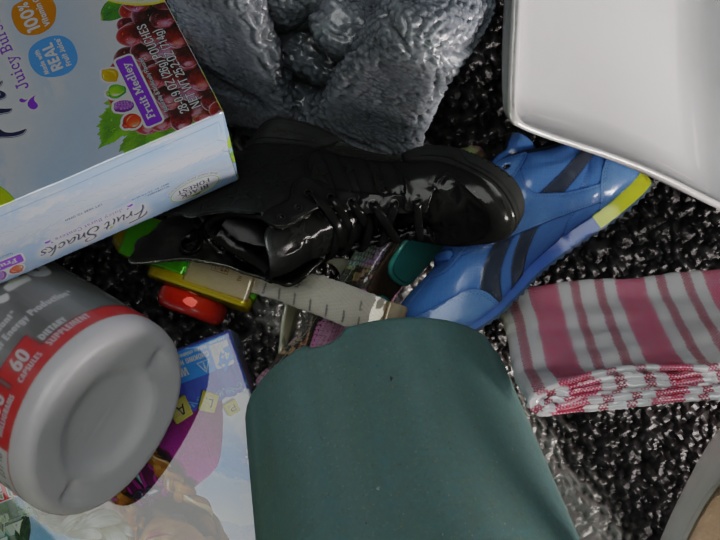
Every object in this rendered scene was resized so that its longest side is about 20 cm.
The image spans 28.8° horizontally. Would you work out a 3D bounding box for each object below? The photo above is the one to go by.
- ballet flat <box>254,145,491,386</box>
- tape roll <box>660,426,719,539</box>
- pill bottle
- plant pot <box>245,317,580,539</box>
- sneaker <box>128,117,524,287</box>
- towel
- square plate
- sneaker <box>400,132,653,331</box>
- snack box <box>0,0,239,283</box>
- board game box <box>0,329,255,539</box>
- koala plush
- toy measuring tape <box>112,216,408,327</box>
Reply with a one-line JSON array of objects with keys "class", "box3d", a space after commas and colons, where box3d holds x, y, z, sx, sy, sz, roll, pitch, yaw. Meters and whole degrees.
[{"class": "ballet flat", "box3d": [0.000, 0.000, 0.832, 0.071, 0.069, 0.201, 30, 85, 21]}, {"class": "tape roll", "box3d": [0.234, 0.182, 0.731, 0.138, 0.203, 0.204, 22, 84, 5]}, {"class": "pill bottle", "box3d": [-0.205, 0.039, 0.773, 0.199, 0.114, 0.114, 27, 84, 29]}, {"class": "plant pot", "box3d": [0.027, 0.144, 0.724, 0.199, 0.201, 0.197, -15, 55, -1]}, {"class": "sneaker", "box3d": [-0.021, -0.027, 0.754, 0.198, 0.060, 0.104, 15, 46, 21]}, {"class": "towel", "box3d": [0.179, 0.029, 0.782, 0.198, 0.147, 0.030, -6, 110, 1]}, {"class": "square plate", "box3d": [0.145, -0.147, 0.800, 0.199, 0.028, 0.200, 16, 69, -40]}, {"class": "sneaker", "box3d": [0.078, -0.026, 0.814, 0.200, 0.066, 0.079, -39, 103, -13]}, {"class": "snack box", "box3d": [-0.180, -0.104, 0.750, 0.168, 0.068, 0.201, -23, 59, -9]}, {"class": "board game box", "box3d": [-0.134, 0.162, 0.821, 0.199, 0.041, 0.201, -21, 83, -1]}, {"class": "koala plush", "box3d": [0.000, -0.174, 0.820, 0.176, 0.184, 0.201, 21, 63, 6]}, {"class": "toy measuring tape", "box3d": [-0.056, 0.007, 0.814, 0.199, 0.074, 0.074, 17, 83, 23]}]
